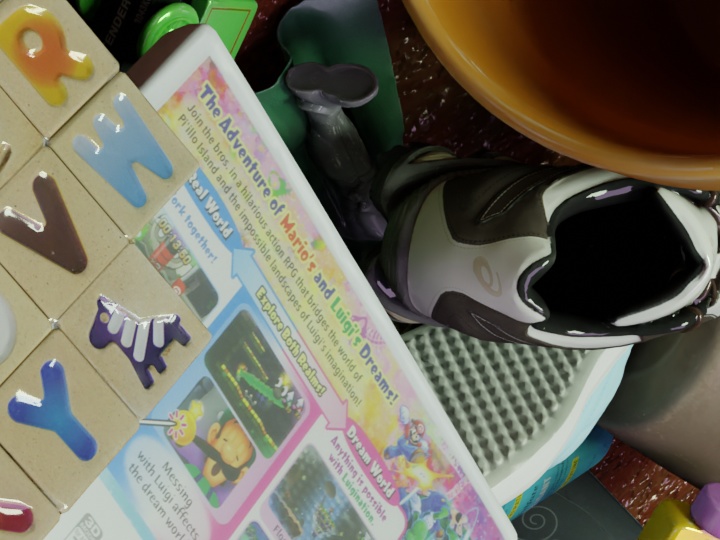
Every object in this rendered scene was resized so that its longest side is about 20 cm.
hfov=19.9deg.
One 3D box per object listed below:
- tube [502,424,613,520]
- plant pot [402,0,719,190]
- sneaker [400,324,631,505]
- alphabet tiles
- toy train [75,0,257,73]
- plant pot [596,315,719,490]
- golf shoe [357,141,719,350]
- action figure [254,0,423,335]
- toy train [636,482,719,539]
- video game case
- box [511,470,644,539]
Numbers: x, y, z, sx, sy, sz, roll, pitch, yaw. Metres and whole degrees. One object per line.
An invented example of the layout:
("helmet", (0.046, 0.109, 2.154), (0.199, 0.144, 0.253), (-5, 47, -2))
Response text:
("tube", (0.030, 0.092, 0.807), (0.200, 0.050, 0.078), (-28, 159, -48))
("plant pot", (0.128, -0.120, 0.644), (0.201, 0.200, 0.183), (-54, 160, 12))
("sneaker", (0.045, 0.058, 0.734), (0.200, 0.074, 0.082), (-35, 146, -42))
("alphabet tiles", (-0.125, -0.026, 0.480), (0.200, 0.006, 0.167), (51, 52, -14))
("toy train", (-0.091, -0.011, 0.644), (0.056, 0.042, 0.201), (-7, 130, -55))
("plant pot", (0.179, 0.029, 0.843), (0.174, 0.200, 0.201), (14, 116, -31))
("golf shoe", (0.099, -0.005, 0.676), (0.199, 0.094, 0.078), (-10, 108, -32))
("action figure", (0.000, 0.000, 0.730), (0.118, 0.055, 0.200), (-51, 152, -14))
("toy train", (0.113, 0.154, 0.829), (0.150, 0.056, 0.200), (-38, 118, 11))
("video game case", (-0.046, 0.066, 0.559), (0.182, 0.024, 0.201), (-52, 122, -37))
("box", (0.093, 0.205, 0.964), (0.106, 0.122, 0.201), (-28, 141, -20))
